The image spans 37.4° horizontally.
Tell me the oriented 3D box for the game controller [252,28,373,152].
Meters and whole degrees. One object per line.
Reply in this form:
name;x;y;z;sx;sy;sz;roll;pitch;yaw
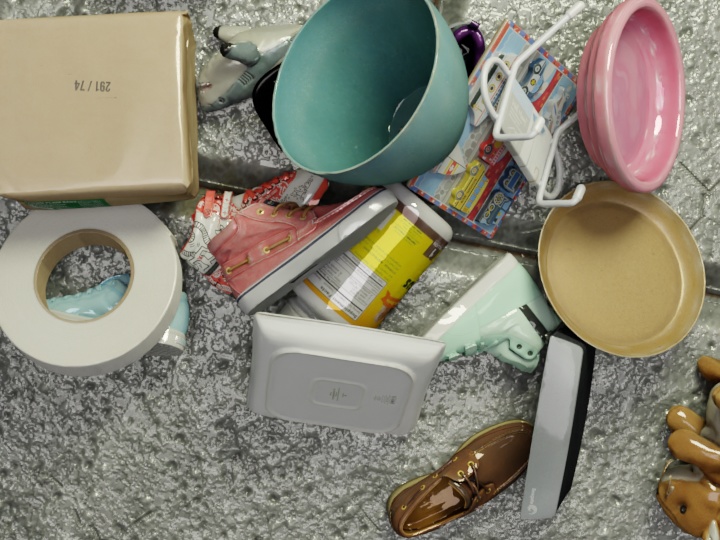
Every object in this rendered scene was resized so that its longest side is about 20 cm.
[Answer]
game controller;-0.018;-0.207;1.130;0.199;0.042;0.105;-35;132;-3

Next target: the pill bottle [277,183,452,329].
pill bottle;0.000;0.000;1.151;0.109;0.109;0.200;40;95;-6

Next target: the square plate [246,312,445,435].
square plate;-0.023;0.121;1.139;0.196;0.201;0.029;9;54;-3

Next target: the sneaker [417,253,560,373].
sneaker;0.131;0.090;1.181;0.200;0.074;0.118;-43;91;1

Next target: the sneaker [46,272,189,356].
sneaker;-0.283;0.043;1.178;0.198;0.074;0.083;8;67;2

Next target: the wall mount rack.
wall mount rack;0.204;-0.170;1.113;0.200;0.074;0.175;47;54;-43

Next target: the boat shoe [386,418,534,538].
boat shoe;0.121;0.243;1.206;0.199;0.068;0.072;-33;97;2

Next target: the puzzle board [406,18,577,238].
puzzle board;0.149;-0.146;1.140;0.150;0.017;0.201;26;96;-43

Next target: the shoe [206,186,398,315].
shoe;-0.063;-0.045;1.080;0.200;0.071;0.091;-36;81;15

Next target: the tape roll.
tape roll;-0.289;0.012;1.133;0.201;0.037;0.204;-1;67;2

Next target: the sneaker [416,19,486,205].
sneaker;0.092;-0.169;1.143;0.074;0.088;0.202;9;97;-1

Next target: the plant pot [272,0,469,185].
plant pot;0.030;-0.166;1.054;0.134;0.200;0.201;26;98;-48

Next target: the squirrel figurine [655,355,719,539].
squirrel figurine;0.430;0.220;1.182;0.199;0.142;0.188;19;103;-2

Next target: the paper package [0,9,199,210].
paper package;-0.271;-0.163;1.108;0.198;0.103;0.192;-3;84;-2

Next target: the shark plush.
shark plush;-0.081;-0.227;1.163;0.199;0.091;0.084;-14;118;-20

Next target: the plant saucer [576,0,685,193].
plant saucer;0.282;-0.182;1.119;0.051;0.200;0.202;3;99;39

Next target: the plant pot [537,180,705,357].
plant pot;0.282;0.000;1.166;0.198;0.027;0.202;4;72;-14

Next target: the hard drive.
hard drive;0.219;0.164;1.164;0.042;0.135;0.202;11;98;20

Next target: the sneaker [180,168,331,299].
sneaker;-0.114;-0.071;1.160;0.108;0.067;0.202;34;97;-8
